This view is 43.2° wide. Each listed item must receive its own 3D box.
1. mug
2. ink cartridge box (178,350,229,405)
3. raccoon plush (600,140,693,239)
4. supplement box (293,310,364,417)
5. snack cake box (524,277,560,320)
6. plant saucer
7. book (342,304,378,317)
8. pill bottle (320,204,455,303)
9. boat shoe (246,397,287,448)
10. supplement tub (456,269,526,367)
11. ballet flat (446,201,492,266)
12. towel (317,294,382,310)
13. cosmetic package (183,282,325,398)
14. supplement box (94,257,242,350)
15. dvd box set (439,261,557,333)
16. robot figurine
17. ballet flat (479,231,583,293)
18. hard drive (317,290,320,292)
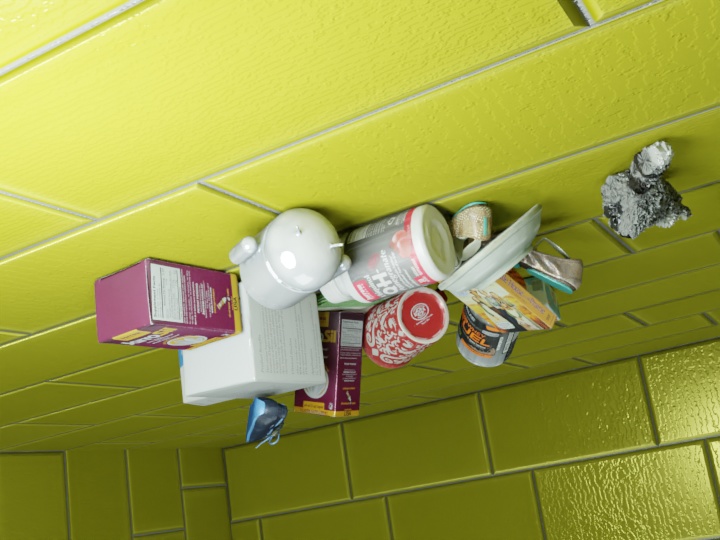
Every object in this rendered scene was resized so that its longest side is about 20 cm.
[{"bbox_3d":[0.095,0.088,1.779,0.131,0.180,0.200,27,159,-8],"label":"mug"},{"bbox_3d":[-0.258,0.176,1.810,0.196,0.148,0.084,-15,164,20],"label":"ink cartridge box"},{"bbox_3d":[0.438,-0.114,1.296,0.131,0.099,0.200,-13,166,-18],"label":"raccoon plush"},{"bbox_3d":[-0.062,0.182,1.803,0.108,0.205,0.085,0,175,36],"label":"supplement box"},{"bbox_3d":[0.359,0.072,1.959,0.113,0.069,0.200,-14,164,16],"label":"snack cake box"},{"bbox_3d":[0.208,-0.021,1.384,0.199,0.051,0.200,-39,178,-2],"label":"plant saucer"},{"bbox_3d":[-0.002,0.116,1.959,0.130,0.049,0.200,0,165,-16],"label":"book"},{"bbox_3d":[0.033,-0.016,1.350,0.197,0.113,0.110,-18,163,30],"label":"pill bottle"},{"bbox_3d":[-0.171,0.280,1.652,0.067,0.086,0.200,7,167,-10],"label":"boat shoe"},{"bbox_3d":[0.259,0.089,1.779,0.119,0.124,0.202,-7,143,-9],"label":"supplement tub"},{"bbox_3d":[0.145,-0.042,1.413,0.069,0.067,0.200,-1,163,-19],"label":"ballet flat"},{"bbox_3d":[0.010,0.037,1.712,0.150,0.024,0.199,1,160,-38],"label":"towel"},{"bbox_3d":[-0.188,0.128,1.599,0.164,0.171,0.198,-16,164,33],"label":"cosmetic package"},{"bbox_3d":[-0.300,0.058,1.434,0.129,0.106,0.198,-17,163,34],"label":"supplement box"},{"bbox_3d":[0.228,0.041,1.588,0.199,0.030,0.145,38,157,-22],"label":"dvd box set"},{"bbox_3d":[-0.098,-0.015,1.267,0.166,0.116,0.199,7,159,-27],"label":"robot figurine"},{"bbox_3d":[0.277,-0.029,1.506,0.197,0.068,0.068,25,174,10],"label":"ballet flat"},{"bbox_3d":[0.000,0.000,1.523,0.196,0.043,0.135,-3,164,-22],"label":"hard drive"}]
